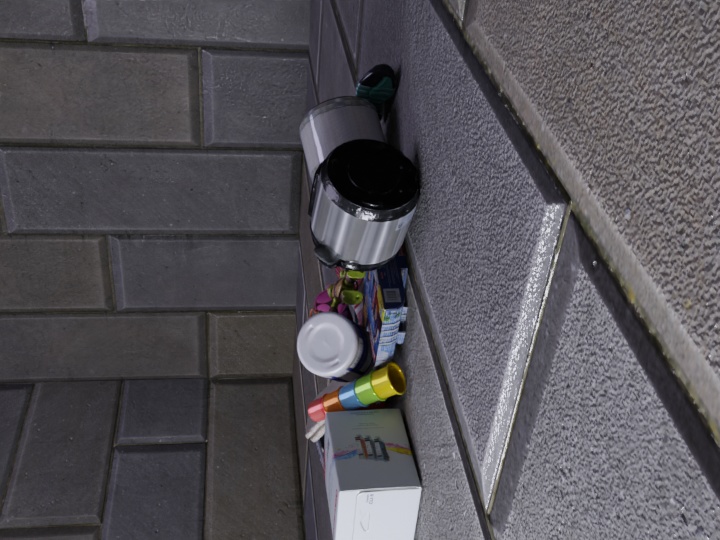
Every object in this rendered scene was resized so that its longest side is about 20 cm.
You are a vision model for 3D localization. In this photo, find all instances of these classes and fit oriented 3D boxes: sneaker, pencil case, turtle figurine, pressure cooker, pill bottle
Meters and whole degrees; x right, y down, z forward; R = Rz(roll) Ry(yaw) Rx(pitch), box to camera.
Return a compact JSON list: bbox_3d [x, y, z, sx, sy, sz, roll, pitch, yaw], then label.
[{"bbox_3d":[0.026,-0.368,1.624,0.200,0.073,0.089,124,155,-70],"label":"sneaker"},{"bbox_3d":[-0.049,0.122,1.944,0.201,0.089,0.095,76,-179,-52],"label":"pencil case"},{"bbox_3d":[-0.037,0.046,1.666,0.202,0.064,0.161,-66,15,-14],"label":"turtle figurine"},{"bbox_3d":[0.001,-0.097,1.412,0.201,0.173,0.180,107,157,-52],"label":"pressure cooker"},{"bbox_3d":[-0.037,0.155,1.615,0.200,0.118,0.122,40,-134,-69],"label":"pill bottle"}]

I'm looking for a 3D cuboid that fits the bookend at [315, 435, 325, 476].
[{"bbox_3d":[-0.032,0.391,1.808,0.201,0.091,0.201,107,147,-61],"label":"bookend"}]

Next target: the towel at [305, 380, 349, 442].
[{"bbox_3d":[-0.045,0.269,1.774,0.200,0.034,0.133,-47,16,19],"label":"towel"}]

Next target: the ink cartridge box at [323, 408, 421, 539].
[{"bbox_3d":[0.015,0.366,1.460,0.201,0.142,0.147,-104,16,-57],"label":"ink cartridge box"}]

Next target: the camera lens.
[{"bbox_3d":[-0.025,-0.218,1.593,0.160,0.158,0.203,113,144,-69],"label":"camera lens"}]

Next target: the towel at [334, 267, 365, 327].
[{"bbox_3d":[0.000,0.000,1.706,0.145,0.022,0.201,-64,37,36],"label":"towel"}]

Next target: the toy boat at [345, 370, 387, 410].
[{"bbox_3d":[0.016,0.293,1.629,0.131,0.130,0.201,50,152,26],"label":"toy boat"}]

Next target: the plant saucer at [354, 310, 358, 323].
[{"bbox_3d":[0.017,0.060,1.797,0.200,0.035,0.203,180,90,-81],"label":"plant saucer"}]

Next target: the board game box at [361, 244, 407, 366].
[{"bbox_3d":[0.046,0.066,1.526,0.201,0.061,0.202,97,169,-45],"label":"board game box"}]

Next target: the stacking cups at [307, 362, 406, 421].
[{"bbox_3d":[-0.014,0.225,1.515,0.060,0.198,0.061,38,-140,-41],"label":"stacking cups"}]
